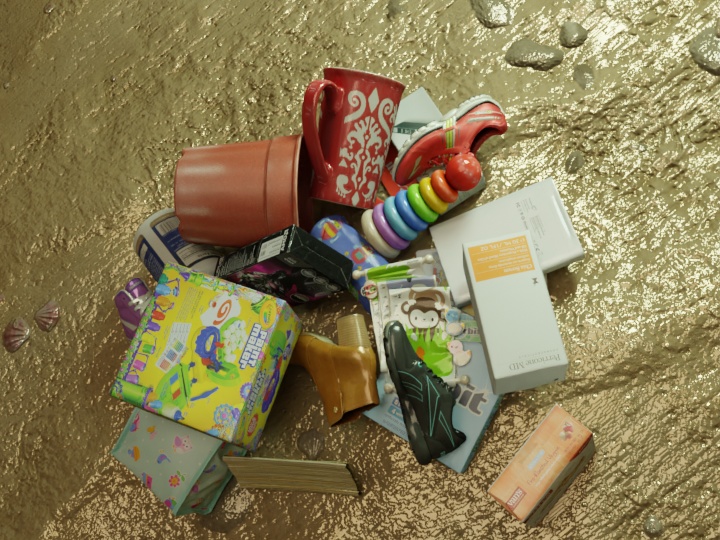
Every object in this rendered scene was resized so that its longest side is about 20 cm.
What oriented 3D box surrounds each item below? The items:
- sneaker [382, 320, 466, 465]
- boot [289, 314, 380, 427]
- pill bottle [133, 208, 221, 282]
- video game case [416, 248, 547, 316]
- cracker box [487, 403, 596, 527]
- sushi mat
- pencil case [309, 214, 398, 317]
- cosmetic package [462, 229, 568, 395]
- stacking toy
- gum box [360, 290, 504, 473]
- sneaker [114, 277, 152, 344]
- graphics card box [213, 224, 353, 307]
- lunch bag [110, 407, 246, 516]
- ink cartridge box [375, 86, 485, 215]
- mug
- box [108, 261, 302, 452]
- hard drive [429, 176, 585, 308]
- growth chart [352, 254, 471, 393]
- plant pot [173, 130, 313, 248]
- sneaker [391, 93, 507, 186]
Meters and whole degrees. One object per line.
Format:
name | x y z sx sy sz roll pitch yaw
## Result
sneaker | 0.084 0.160 1.112 0.078 0.075 0.203 -17 96 3
boot | -0.055 0.160 1.201 0.200 0.070 0.146 -25 64 40
pill bottle | -0.280 0.000 1.340 0.111 0.111 0.200 -43 64 0
video game case | 0.181 0.048 1.215 0.197 0.023 0.185 -6 70 17
cracker box | 0.235 0.253 1.027 0.058 0.200 0.134 38 87 26
sushi mat | -0.099 0.300 1.185 0.197 0.096 0.012 -1 47 19
pencil case | 0.000 0.000 1.263 0.078 0.087 0.200 -32 63 -23
cosmetic package | 0.206 0.055 1.106 0.100 0.071 0.203 -12 64 3
stacking toy | 0.098 -0.107 1.229 0.199 0.085 0.086 -37 63 23
gum box | 0.120 0.157 1.167 0.168 0.044 0.202 27 90 21
sneaker | -0.332 0.070 1.295 0.198 0.116 0.072 0 25 43
graphics card box | -0.120 0.003 1.230 0.198 0.125 0.052 -19 49 43
lunch bag | -0.257 0.242 1.245 0.169 0.122 0.202 31 89 26
ink cartridge box | 0.080 -0.172 1.316 0.172 0.044 0.201 -32 65 4
mug | -0.031 -0.209 1.281 0.133 0.175 0.203 24 104 64
box | -0.212 0.123 1.150 0.190 0.122 0.203 17 74 14
hard drive | 0.215 -0.041 1.207 0.197 0.027 0.134 -22 66 11
growth chart | 0.076 0.077 1.164 0.143 0.018 0.203 -17 77 16
plant pot | -0.180 -0.116 1.274 0.192 0.201 0.204 0 71 4
sneaker | 0.137 -0.187 1.239 0.199 0.077 0.085 -36 70 4
